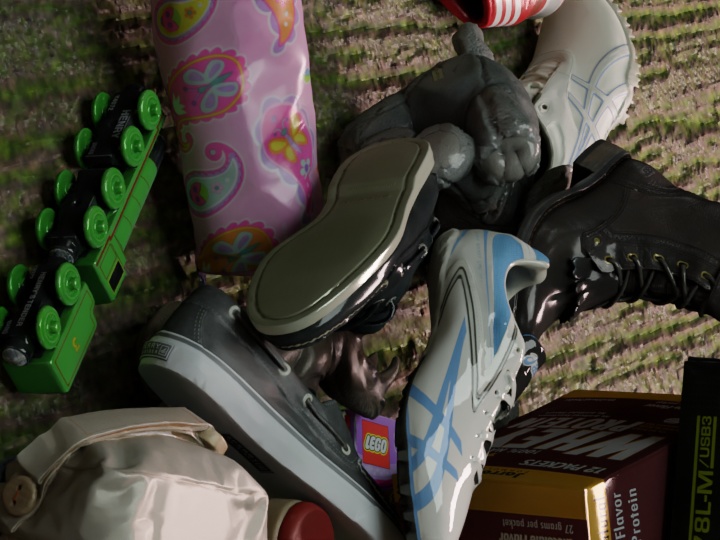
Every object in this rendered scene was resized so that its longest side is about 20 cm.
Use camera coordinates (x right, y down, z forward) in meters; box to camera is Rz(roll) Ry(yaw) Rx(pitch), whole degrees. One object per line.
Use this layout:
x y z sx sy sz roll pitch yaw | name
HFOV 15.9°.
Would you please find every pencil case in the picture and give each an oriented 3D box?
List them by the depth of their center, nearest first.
-0.067 -0.094 1.422 0.087 0.087 0.200 -31 117 -53 | pencil case

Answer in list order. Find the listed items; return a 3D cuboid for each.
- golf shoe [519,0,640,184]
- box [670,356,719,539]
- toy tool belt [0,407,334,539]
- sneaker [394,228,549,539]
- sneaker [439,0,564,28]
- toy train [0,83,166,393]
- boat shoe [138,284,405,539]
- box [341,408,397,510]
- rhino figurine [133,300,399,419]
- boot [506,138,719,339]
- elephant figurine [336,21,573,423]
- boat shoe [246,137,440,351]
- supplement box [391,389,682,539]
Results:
0.132 -0.114 1.739 0.097 0.078 0.200 25 59 -42 | golf shoe
0.248 0.155 1.517 0.200 0.047 0.193 10 85 -53 | box
-0.114 0.129 1.289 0.200 0.123 0.125 12 81 -59 | toy tool belt
0.059 0.067 1.383 0.072 0.072 0.200 82 17 -63 | sneaker
0.083 -0.256 1.695 0.116 0.078 0.200 -28 108 -54 | sneaker
-0.143 -0.018 1.351 0.056 0.042 0.200 66 32 -40 | toy train
-0.034 0.086 1.351 0.200 0.069 0.057 47 63 -32 | boat shoe
0.042 0.169 1.554 0.200 0.039 0.137 20 64 -51 | box
-0.046 0.056 1.429 0.200 0.060 0.088 -3 83 -45 | rhino figurine
0.184 0.005 1.494 0.200 0.174 0.069 -52 159 -40 | boot
0.075 -0.021 1.599 0.155 0.142 0.200 -33 120 -13 | elephant figurine
-0.002 0.000 1.375 0.199 0.074 0.066 -64 142 -58 | boat shoe
0.138 0.190 1.520 0.200 0.133 0.197 -20 107 -51 | supplement box
